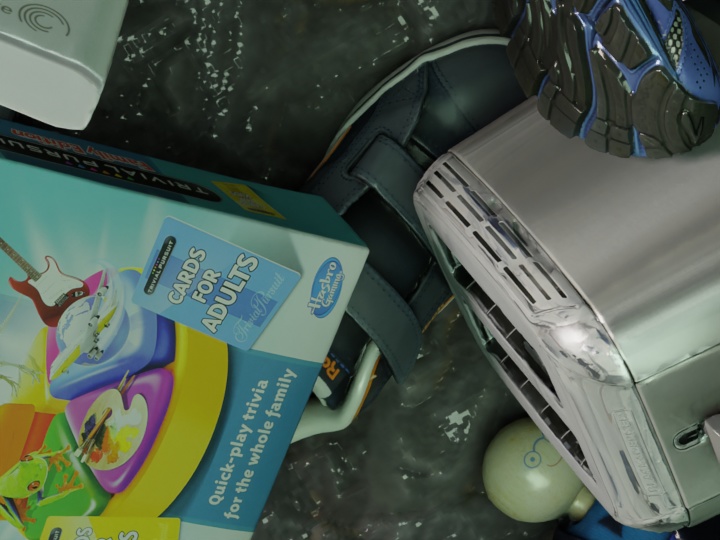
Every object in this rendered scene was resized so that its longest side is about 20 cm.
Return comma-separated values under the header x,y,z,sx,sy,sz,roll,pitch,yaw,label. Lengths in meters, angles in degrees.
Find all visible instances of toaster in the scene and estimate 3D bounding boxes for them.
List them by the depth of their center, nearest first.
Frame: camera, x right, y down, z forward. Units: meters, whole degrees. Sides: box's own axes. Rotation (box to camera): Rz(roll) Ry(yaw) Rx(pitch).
x,y,z,sx,sy,sz,roll,pitch,yaw,label
0.104,-0.006,0.918,0.129,0.200,0.114,-29,126,-6,toaster

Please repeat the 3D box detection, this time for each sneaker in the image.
x,y,z,sx,sy,sz,roll,pitch,yaw,label
0.079,-0.118,0.904,0.078,0.200,0.075,-10,142,-14,sneaker
0.000,0.000,0.987,0.078,0.079,0.200,43,99,-14,sneaker

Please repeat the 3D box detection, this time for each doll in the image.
x,y,z,sx,sy,sz,roll,pitch,yaw,label
0.133,0.117,1.027,0.200,0.048,0.137,32,70,8,doll

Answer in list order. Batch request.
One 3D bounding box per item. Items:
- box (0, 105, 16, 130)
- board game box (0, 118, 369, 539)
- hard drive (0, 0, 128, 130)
x,y,z,sx,sy,sz,roll,pitch,yaw,label
-0.221,-0.054,0.932,0.199,0.124,0.197,18,108,-9,box
-0.115,0.031,0.889,0.199,0.047,0.151,13,108,-30,board game box
-0.128,-0.134,0.873,0.131,0.200,0.027,21,128,-11,hard drive
